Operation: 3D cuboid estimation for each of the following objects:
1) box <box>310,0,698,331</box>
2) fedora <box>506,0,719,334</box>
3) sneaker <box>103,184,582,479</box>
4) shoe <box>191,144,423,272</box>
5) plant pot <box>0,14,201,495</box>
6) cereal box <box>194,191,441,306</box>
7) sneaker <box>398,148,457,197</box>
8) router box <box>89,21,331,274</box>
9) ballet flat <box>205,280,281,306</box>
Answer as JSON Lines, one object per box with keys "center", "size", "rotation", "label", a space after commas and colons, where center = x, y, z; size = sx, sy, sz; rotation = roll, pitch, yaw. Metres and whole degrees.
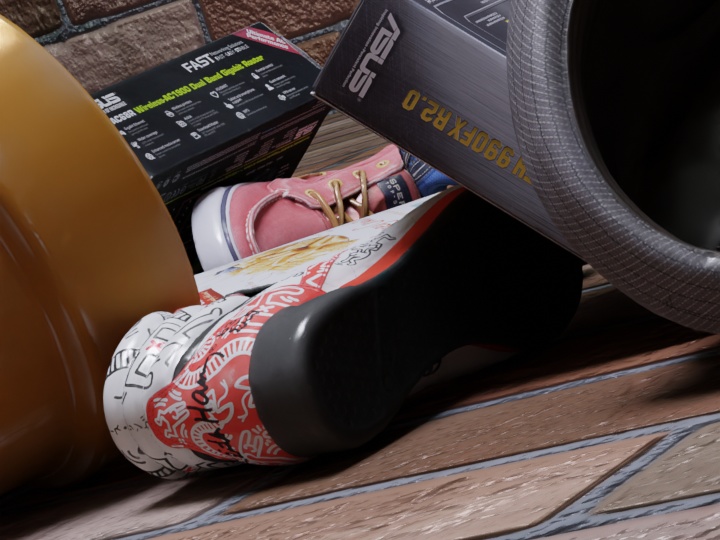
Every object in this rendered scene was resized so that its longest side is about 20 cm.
{"center": [0.079, -0.054, 1.065], "size": [0.048, 0.158, 0.200], "rotation": [-59, -5, 15], "label": "box"}
{"center": [0.137, -0.063, 0.920], "size": [0.176, 0.201, 0.090], "rotation": [8, -20, 10], "label": "fedora"}
{"center": [-0.008, 0.019, 1.041], "size": [0.108, 0.067, 0.201], "rotation": [-11, 11, 36], "label": "sneaker"}
{"center": [-0.016, -0.026, 1.476], "size": [0.091, 0.072, 0.200], "rotation": [-23, 0, 16], "label": "shoe"}
{"center": [-0.190, 0.024, 1.064], "size": [0.183, 0.201, 0.200], "rotation": [-40, 16, -30], "label": "plant pot"}
{"center": [-0.006, 0.004, 1.320], "size": [0.199, 0.040, 0.144], "rotation": [-19, 8, -10], "label": "cereal box"}
{"center": [0.098, -0.058, 1.482], "size": [0.199, 0.085, 0.077], "rotation": [2, -31, -31], "label": "sneaker"}
{"center": [-0.109, -0.035, 1.504], "size": [0.200, 0.062, 0.150], "rotation": [-30, -25, -56], "label": "router box"}
{"center": [0.000, 0.000, 1.213], "size": [0.199, 0.057, 0.066], "rotation": [-21, 25, -17], "label": "ballet flat"}
